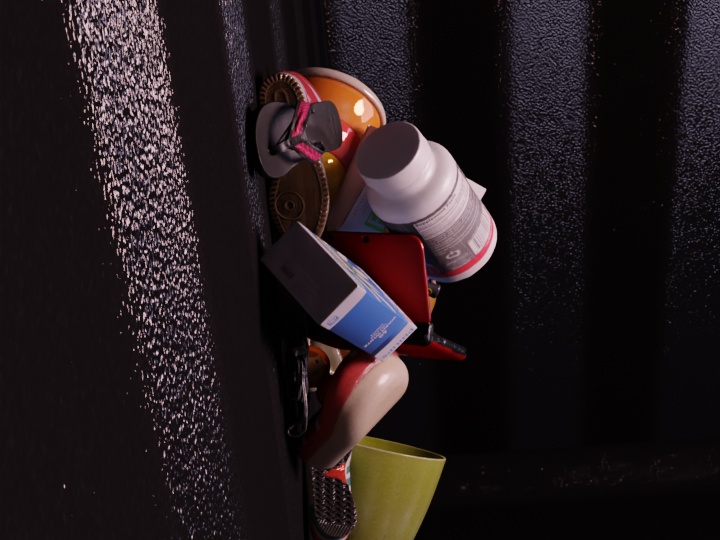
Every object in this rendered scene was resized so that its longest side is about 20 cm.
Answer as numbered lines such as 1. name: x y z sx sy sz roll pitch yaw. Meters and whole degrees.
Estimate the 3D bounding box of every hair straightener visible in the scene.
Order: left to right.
1. hair straightener: -0.078 0.092 1.365 0.077 0.041 0.201 -81 171 -83

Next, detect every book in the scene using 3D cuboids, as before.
1. book: 0.057 -0.081 1.517 0.048 0.200 0.134 32 -83 44

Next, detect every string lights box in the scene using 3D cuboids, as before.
1. string lights box: -0.020 0.027 1.307 0.103 0.059 0.200 47 4 24

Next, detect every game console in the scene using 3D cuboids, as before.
1. game console: 0.017 0.032 1.480 0.172 0.199 0.119 26 71 -56

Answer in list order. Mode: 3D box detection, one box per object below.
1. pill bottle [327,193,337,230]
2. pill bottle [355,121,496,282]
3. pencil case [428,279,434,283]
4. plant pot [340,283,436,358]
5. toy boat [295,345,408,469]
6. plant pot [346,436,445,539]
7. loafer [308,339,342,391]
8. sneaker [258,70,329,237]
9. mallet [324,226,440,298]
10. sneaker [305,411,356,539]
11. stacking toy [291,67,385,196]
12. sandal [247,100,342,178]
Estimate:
1. pill bottle: 0.000 -0.106 1.608 0.111 0.199 0.112 -4 90 -89
2. pill bottle: 0.074 -0.081 1.419 0.200 0.110 0.111 50 29 -46
3. pencil case: 0.000 -0.001 1.627 0.091 0.199 0.094 51 -46 46
4. plant pot: 0.005 0.069 1.906 0.183 0.199 0.201 -65 155 -55
5. toy boat: -0.033 0.142 1.458 0.130 0.131 0.200 -43 175 -34
6. plant pot: 0.010 0.346 1.733 0.187 0.186 0.201 66 36 -86
7. loafer: -0.052 0.064 1.667 0.076 0.068 0.201 73 13 -83
8. sneaker: -0.072 -0.134 1.404 0.113 0.071 0.201 -77 161 -73
9. mallet: 0.000 0.000 1.525 0.066 0.200 0.041 -58 -170 29
10. sneaker: -0.047 0.282 1.622 0.094 0.070 0.200 111 -20 -47
11. stacking toy: -0.061 -0.132 1.480 0.146 0.146 0.200 83 22 -59
12. sandal: -0.057 -0.146 1.279 0.200 0.045 0.075 -31 113 -60
